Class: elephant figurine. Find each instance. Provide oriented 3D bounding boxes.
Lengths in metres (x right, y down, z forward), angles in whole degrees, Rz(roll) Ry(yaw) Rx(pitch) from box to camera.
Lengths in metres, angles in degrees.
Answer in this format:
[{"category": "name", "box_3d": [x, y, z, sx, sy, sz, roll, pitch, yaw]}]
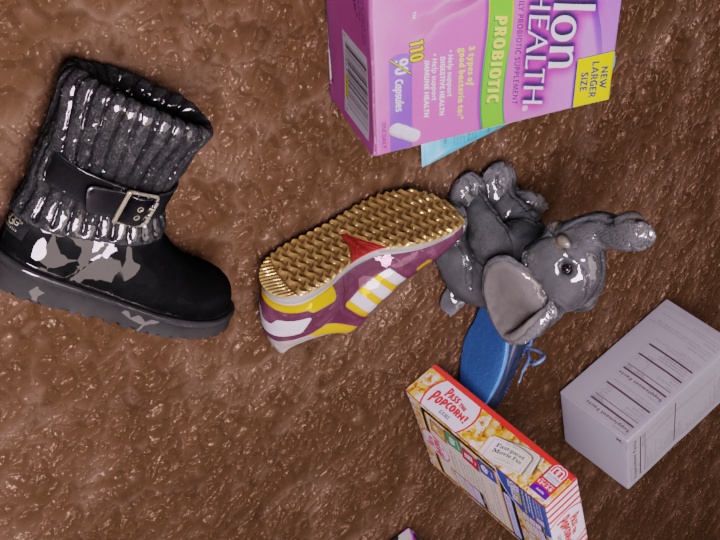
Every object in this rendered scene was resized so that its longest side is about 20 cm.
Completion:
[{"category": "elephant figurine", "box_3d": [0.160, 0.000, 1.008, 0.142, 0.200, 0.155, -47, 142, -7]}]

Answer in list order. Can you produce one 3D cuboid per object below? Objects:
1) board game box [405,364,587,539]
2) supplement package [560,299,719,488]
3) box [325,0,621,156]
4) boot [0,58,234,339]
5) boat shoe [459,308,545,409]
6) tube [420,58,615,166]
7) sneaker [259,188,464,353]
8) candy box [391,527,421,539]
[{"category": "board game box", "box_3d": [0.140, 0.205, 1.150, 0.046, 0.200, 0.152, -39, 141, -17]}, {"category": "supplement package", "box_3d": [0.360, 0.153, 1.407, 0.200, 0.109, 0.114, -37, 140, -20]}, {"category": "box", "box_3d": [0.081, -0.199, 0.812, 0.200, 0.097, 0.176, -15, 132, -16]}, {"category": "boot", "box_3d": [-0.140, -0.042, 0.767, 0.211, 0.079, 0.158, 17, 106, -50]}, {"category": "boat shoe", "box_3d": [0.162, 0.060, 1.151, 0.069, 0.084, 0.200, 0, 122, -32]}, {"category": "tube", "box_3d": [0.135, -0.160, 0.987, 0.200, 0.050, 0.078, -27, 132, -22]}, {"category": "sneaker", "box_3d": [0.000, 0.000, 0.959, 0.200, 0.075, 0.090, -22, 142, -24]}, {"category": "candy box", "box_3d": [0.031, 0.412, 1.315, 0.136, 0.061, 0.200, -32, 137, -25]}]
